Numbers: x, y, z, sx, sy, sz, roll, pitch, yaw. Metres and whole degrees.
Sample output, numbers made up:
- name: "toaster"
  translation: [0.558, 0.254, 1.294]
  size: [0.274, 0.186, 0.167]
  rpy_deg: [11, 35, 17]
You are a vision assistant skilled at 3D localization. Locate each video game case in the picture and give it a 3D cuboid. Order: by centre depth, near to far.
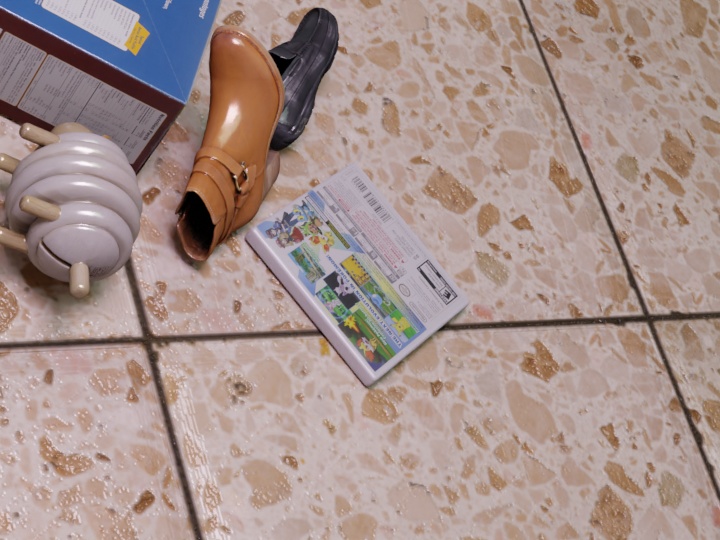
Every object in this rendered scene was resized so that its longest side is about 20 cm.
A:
- name: "video game case"
  translation: [0.000, 0.000, 1.715]
  size: [0.200, 0.022, 0.182]
  rpy_deg: [51, 46, 3]

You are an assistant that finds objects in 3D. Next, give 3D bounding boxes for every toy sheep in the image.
- name: "toy sheep"
  translation: [-0.263, -0.056, 1.494]
  size: [0.137, 0.138, 0.201]
  rpy_deg: [15, 49, -26]

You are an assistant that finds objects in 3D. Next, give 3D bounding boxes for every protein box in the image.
- name: "protein box"
  translation: [-0.262, -0.238, 1.612]
  size: [0.199, 0.135, 0.199]
  rpy_deg: [27, 48, -17]

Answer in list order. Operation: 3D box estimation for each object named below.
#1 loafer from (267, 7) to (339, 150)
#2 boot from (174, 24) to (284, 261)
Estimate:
- name: "loafer"
  translation: [-0.076, -0.220, 1.776]
  size: [0.070, 0.068, 0.201]
  rpy_deg: [36, 49, -22]
- name: "boot"
  translation: [-0.140, -0.122, 1.600]
  size: [0.076, 0.201, 0.155]
  rpy_deg: [15, 40, 18]
